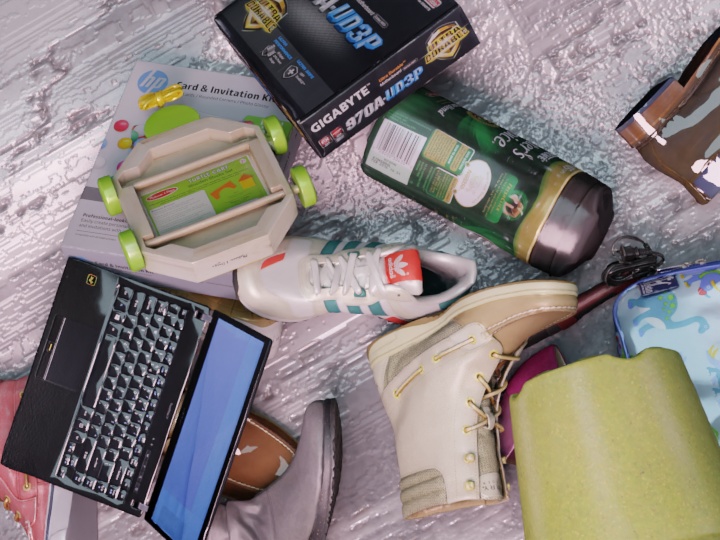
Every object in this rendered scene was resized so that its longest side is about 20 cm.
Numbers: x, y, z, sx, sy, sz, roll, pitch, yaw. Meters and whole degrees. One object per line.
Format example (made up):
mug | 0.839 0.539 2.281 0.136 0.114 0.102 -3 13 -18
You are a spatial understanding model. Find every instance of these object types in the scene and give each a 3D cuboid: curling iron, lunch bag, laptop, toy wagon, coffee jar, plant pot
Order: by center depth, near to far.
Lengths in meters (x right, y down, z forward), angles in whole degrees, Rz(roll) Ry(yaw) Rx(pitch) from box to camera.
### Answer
plant pot | 0.190 0.161 1.245 0.199 0.200 0.186 -15 72 6
laptop | -0.176 0.103 1.341 0.199 0.103 0.179 20 91 9
lunch bag | 0.286 0.091 1.356 0.159 0.082 0.202 -11 78 4
toy wagon | -0.129 -0.074 1.385 0.154 0.040 0.201 -20 46 -9
coffee jar | 0.106 -0.071 1.405 0.199 0.104 0.086 29 101 13
curling iron | 0.154 0.032 1.410 0.199 0.050 0.026 -32 44 11

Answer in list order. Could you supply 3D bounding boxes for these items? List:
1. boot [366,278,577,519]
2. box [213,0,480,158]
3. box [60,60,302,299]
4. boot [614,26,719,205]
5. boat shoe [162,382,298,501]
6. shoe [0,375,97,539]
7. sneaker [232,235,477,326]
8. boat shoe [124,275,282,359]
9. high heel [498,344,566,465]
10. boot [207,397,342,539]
boot | 0.097 0.101 1.352 0.199 0.072 0.156 -26 65 35
box | -0.016 -0.196 1.429 0.158 0.046 0.200 -35 41 -1
box | -0.141 -0.078 1.445 0.155 0.041 0.201 10 56 12
boot | 0.309 -0.147 1.417 0.200 0.075 0.097 -42 93 0
boat shoe | -0.139 0.130 1.421 0.199 0.074 0.076 23 83 13
shoe | -0.270 0.183 1.439 0.090 0.071 0.202 -5 74 12
sneaker | 0.000 0.000 1.369 0.198 0.093 0.071 6 70 -28
boat shoe | -0.152 0.023 1.449 0.199 0.070 0.071 24 45 25
high heel | 0.187 0.150 1.363 0.200 0.067 0.096 40 98 18
boot | -0.086 0.189 1.370 0.131 0.070 0.202 10 100 4
